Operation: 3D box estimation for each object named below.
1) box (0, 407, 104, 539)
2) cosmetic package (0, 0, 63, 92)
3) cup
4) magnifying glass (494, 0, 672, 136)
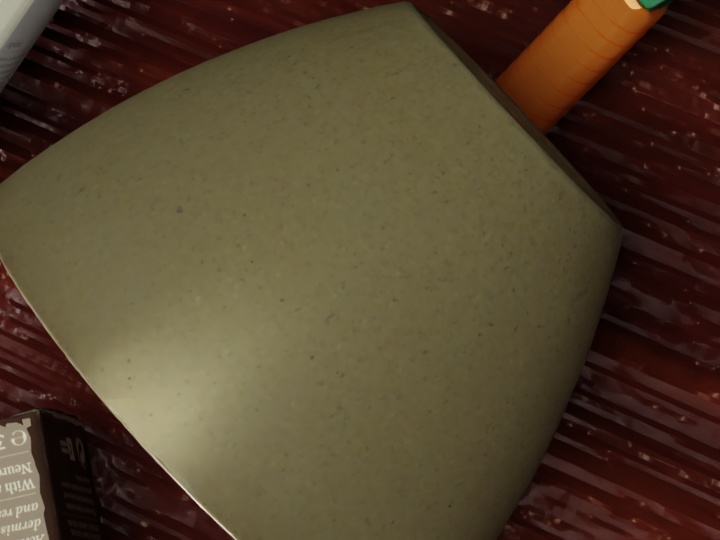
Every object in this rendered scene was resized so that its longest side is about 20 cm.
[{"bbox_3d":[-0.135,0.158,0.999,0.099,0.075,0.201,-13,81,7],"label":"box"},{"bbox_3d":[-0.143,-0.131,0.976,0.107,0.085,0.200,37,96,-2],"label":"cosmetic package"},{"bbox_3d":[0.000,0.000,0.905,0.143,0.200,0.200,-43,77,6],"label":"cup"},{"bbox_3d":[0.101,-0.104,0.896,0.080,0.022,0.200,54,136,11],"label":"magnifying glass"}]
